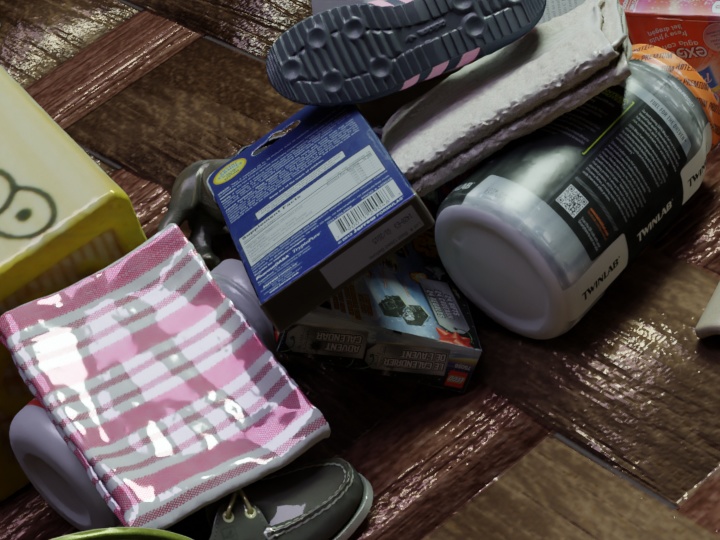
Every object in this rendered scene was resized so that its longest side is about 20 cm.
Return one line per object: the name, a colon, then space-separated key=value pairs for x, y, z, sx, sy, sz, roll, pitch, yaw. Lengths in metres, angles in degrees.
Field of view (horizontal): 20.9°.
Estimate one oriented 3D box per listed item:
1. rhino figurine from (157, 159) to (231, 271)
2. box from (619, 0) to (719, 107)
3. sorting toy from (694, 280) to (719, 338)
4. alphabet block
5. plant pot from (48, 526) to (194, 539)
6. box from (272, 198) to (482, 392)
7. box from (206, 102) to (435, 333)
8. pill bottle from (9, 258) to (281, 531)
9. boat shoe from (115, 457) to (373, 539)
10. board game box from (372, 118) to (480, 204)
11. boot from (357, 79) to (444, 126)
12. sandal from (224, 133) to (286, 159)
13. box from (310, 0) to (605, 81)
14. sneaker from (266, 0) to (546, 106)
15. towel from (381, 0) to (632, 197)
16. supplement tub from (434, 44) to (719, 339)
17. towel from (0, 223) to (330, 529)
rhino figurine: x=-0.064 y=-0.058 z=1.519 sx=0.198 sy=0.060 sz=0.088 roll=-9 pitch=53 yaw=21
box: x=0.263 y=-0.209 z=1.476 sx=0.095 sy=0.100 sz=0.201 roll=5 pitch=43 yaw=23
sorting toy: x=0.329 y=-0.020 z=1.242 sx=0.199 sy=0.037 sz=0.186 roll=2 pitch=42 yaw=36
alphabet block: x=-0.266 y=0.006 z=1.417 sx=0.195 sy=0.197 sz=0.200 roll=-35 pitch=49 yaw=-13
plant pot: x=-0.125 y=0.275 z=1.019 sx=0.199 sy=0.201 sz=0.193 roll=-27 pitch=45 yaw=-3
box: x=0.000 y=0.000 z=1.360 sx=0.136 sy=0.040 sz=0.201 roll=13 pitch=30 yaw=-16
box: x=-0.031 y=-0.047 z=1.296 sx=0.121 sy=0.032 sz=0.200 roll=-35 pitch=31 yaw=4
pill bottle: x=-0.137 y=0.083 z=1.337 sx=0.112 sy=0.113 sz=0.200 roll=16 pitch=51 yaw=45
boat shoe: x=-0.090 y=0.168 z=1.237 sx=0.200 sy=0.061 sz=0.072 roll=-25 pitch=33 yaw=1
board game box: x=0.094 y=-0.107 z=1.473 sx=0.199 sy=0.033 sz=0.120 roll=-25 pitch=33 yaw=-33
boot: x=0.024 y=-0.161 z=1.607 sx=0.143 sy=0.071 sz=0.201 roll=3 pitch=30 yaw=45
sandal: x=-0.049 y=-0.091 z=1.583 sx=0.198 sy=0.043 sz=0.076 roll=-11 pitch=36 yaw=20
box: x=0.076 y=-0.200 z=1.464 sx=0.198 sy=0.098 sz=0.124 roll=-9 pitch=-1 yaw=-18
sneaker: x=0.034 y=-0.157 z=1.352 sx=0.198 sy=0.071 sz=0.082 roll=-16 pitch=-5 yaw=5
towel: x=0.095 y=-0.119 z=1.334 sx=0.199 sy=0.035 sz=0.133 roll=-30 pitch=18 yaw=15
supplement tub: x=0.153 y=-0.059 z=1.333 sx=0.122 sy=0.123 sz=0.200 roll=17 pitch=52 yaw=46
towel: x=-0.130 y=0.068 z=1.259 sx=0.146 sy=0.030 sz=0.200 roll=-29 pitch=57 yaw=-17
